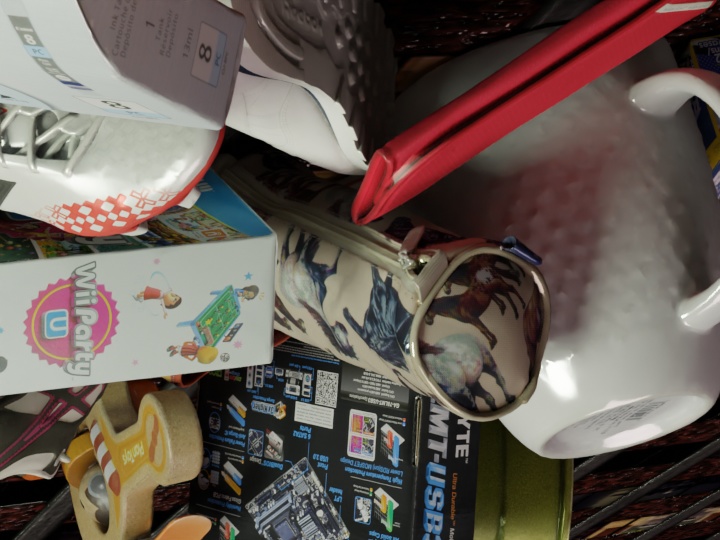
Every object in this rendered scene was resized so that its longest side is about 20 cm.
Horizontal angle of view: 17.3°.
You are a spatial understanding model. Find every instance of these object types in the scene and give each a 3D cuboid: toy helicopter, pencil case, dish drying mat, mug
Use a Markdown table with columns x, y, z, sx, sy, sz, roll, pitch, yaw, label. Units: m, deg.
| x | y | z | sx | sy | sz | roll | pitch | yaw | label |
| --- | --- | --- | --- | --- | --- | --- | --- | --- | --- |
| -0.119 | 0.111 | 1.229 | 0.079 | 0.132 | 0.200 | -6 | 168 | -22 | toy helicopter |
| 0.000 | 0.000 | 1.075 | 0.078 | 0.090 | 0.200 | -39 | -146 | -20 | pencil case |
| 0.083 | -0.084 | 1.017 | 0.200 | 0.018 | 0.077 | -34 | 170 | -19 | dish drying mat |
| 0.118 | -0.017 | 1.109 | 0.147 | 0.176 | 0.200 | 2 | 156 | -42 | mug |

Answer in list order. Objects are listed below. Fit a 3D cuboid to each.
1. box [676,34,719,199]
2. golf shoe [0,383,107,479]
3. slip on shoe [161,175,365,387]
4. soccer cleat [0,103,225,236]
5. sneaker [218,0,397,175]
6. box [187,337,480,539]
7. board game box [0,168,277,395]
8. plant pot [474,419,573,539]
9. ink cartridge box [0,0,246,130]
| x | y | z | sx | sy | sz | roll | pitch | yaw | label |
| --- | --- | --- | --- | --- | --- | --- | --- | --- | --- |
| 0.255 | -0.089 | 1.184 | 0.200 | 0.064 | 0.070 | -10 | 161 | -12 | box |
| -0.149 | 0.044 | 1.090 | 0.077 | 0.088 | 0.200 | 13 | -154 | 30 | golf shoe |
| -0.027 | 0.004 | 1.202 | 0.200 | 0.061 | 0.074 | -23 | 151 | -19 | slip on shoe |
| -0.137 | -0.055 | 0.907 | 0.200 | 0.069 | 0.085 | 5 | 166 | 43 | soccer cleat |
| -0.043 | -0.087 | 0.972 | 0.080 | 0.077 | 0.200 | -8 | 161 | 20 | sneaker |
| -0.019 | 0.116 | 1.259 | 0.050 | 0.199 | 0.200 | 0 | -176 | -38 | box |
| -0.153 | -0.002 | 1.006 | 0.200 | 0.064 | 0.148 | -6 | -157 | -21 | board game box |
| 0.010 | 0.117 | 1.438 | 0.193 | 0.201 | 0.200 | 1 | 159 | -12 | plant pot |
| -0.153 | -0.095 | 0.768 | 0.160 | 0.047 | 0.200 | 10 | 176 | 27 | ink cartridge box |
